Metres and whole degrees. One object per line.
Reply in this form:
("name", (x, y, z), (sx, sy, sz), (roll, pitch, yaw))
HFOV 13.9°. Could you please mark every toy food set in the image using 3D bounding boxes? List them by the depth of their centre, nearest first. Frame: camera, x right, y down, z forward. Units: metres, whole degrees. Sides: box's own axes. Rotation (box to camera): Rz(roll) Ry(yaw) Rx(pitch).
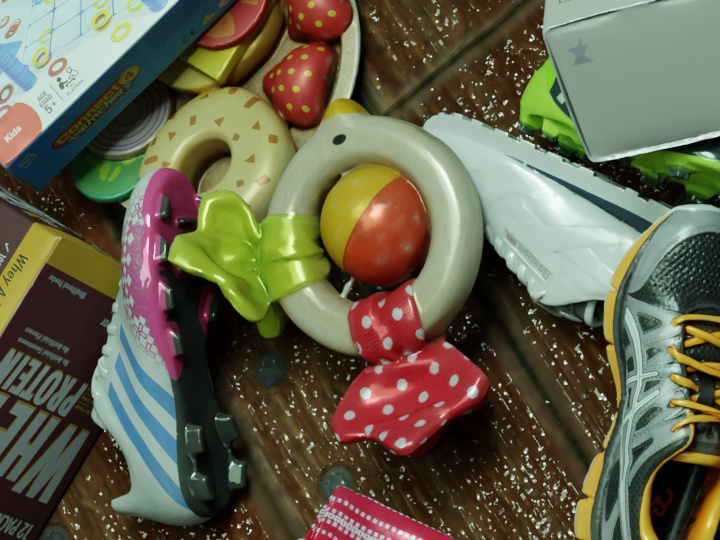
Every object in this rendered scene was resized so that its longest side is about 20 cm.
("toy food set", (-0.092, -0.118, 1.725), (0.198, 0.049, 0.200), (32, 91, 32))

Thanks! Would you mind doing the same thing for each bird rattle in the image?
("bird rattle", (0.000, 0.000, 1.586), (0.200, 0.112, 0.164), (37, 108, 35))

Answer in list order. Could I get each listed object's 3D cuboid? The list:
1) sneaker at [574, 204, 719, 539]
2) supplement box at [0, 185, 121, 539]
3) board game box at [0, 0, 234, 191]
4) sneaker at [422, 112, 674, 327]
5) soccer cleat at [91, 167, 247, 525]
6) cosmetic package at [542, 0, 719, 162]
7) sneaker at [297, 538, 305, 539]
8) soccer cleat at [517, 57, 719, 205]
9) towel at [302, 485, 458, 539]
("sneaker", (0.165, 0.067, 1.489), (0.077, 0.078, 0.201), (-161, 78, -68))
("supplement box", (-0.255, 0.039, 1.712), (0.200, 0.133, 0.198), (31, 90, 32))
("board game box", (-0.183, -0.187, 1.707), (0.200, 0.056, 0.196), (-44, 71, 4))
("sneaker", (0.102, -0.021, 1.580), (0.200, 0.076, 0.081), (29, 98, 33))
("soccer cleat", (-0.121, 0.045, 1.651), (0.086, 0.070, 0.201), (-6, 91, 32))
("cosmetic package", (0.155, -0.155, 1.501), (0.103, 0.087, 0.200), (-11, 36, 17))
("sneaker", (0.017, 0.228, 1.556), (0.082, 0.077, 0.201), (-17, 64, -7))
("soccer cleat", (0.149, -0.089, 1.540), (0.200, 0.067, 0.081), (27, 91, 59))
("towel", (0.006, 0.213, 1.506), (0.144, 0.023, 0.200), (25, 57, 10))
